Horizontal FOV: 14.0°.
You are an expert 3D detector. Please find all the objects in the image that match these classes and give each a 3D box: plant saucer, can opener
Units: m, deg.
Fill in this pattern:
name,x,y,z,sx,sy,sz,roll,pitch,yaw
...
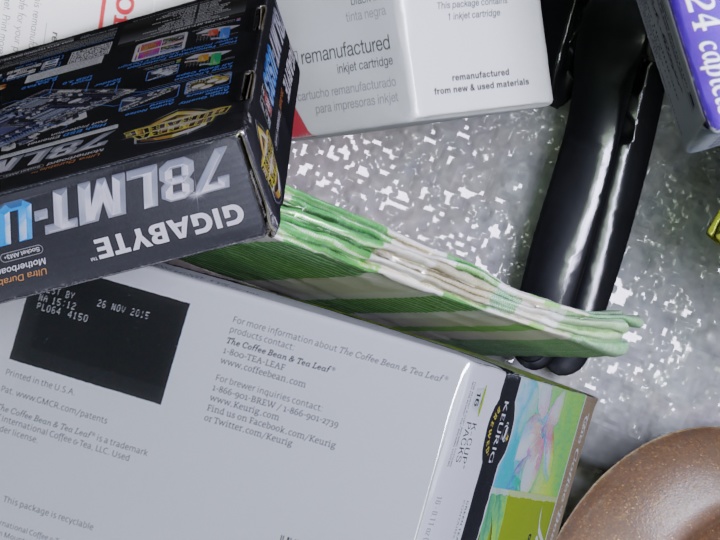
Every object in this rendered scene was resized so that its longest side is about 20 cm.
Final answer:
name,x,y,z,sx,sy,sz,roll,pitch,yaw
plant saucer,0.162,0.171,1.303,0.200,0.037,0.201,-3,95,-34
can opener,0.107,-0.050,1.327,0.063,0.079,0.200,4,95,-46

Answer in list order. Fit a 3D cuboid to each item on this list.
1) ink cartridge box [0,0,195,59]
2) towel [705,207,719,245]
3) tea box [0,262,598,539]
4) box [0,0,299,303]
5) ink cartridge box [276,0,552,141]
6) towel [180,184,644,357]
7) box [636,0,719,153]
name,x,y,z,sx,sy,sz,roll,pitch,yaw
ink cartridge box,-0.150,-0.098,1.265,0.200,0.067,0.117,8,109,-8
towel,0.229,-0.076,1.210,0.086,0.018,0.200,32,88,-7
tea box,-0.033,0.079,1.203,0.200,0.197,0.134,16,90,21
box,-0.127,-0.042,1.138,0.200,0.199,0.050,-15,111,6
ink cartridge box,-0.005,-0.159,1.250,0.084,0.144,0.200,-8,92,-40
towel,0.000,0.000,1.232,0.200,0.152,0.023,19,80,-26
box,0.199,-0.163,1.148,0.200,0.105,0.184,-17,87,0
